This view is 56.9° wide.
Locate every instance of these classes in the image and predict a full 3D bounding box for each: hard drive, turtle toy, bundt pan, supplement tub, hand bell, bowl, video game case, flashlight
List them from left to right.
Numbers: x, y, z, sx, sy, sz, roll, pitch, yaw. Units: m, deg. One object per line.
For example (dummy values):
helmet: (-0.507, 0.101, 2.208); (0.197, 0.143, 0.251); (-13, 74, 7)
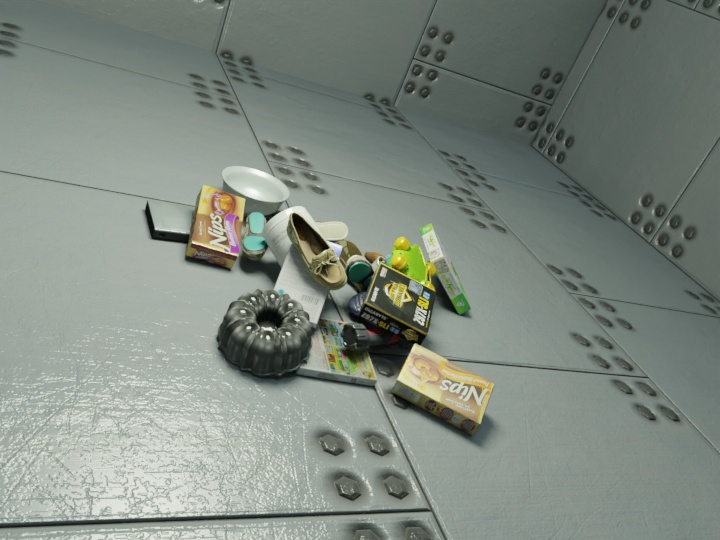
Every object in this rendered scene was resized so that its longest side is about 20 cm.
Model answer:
hard drive: (-0.435, -0.118, 1.689); (0.199, 0.033, 0.140); (7, 31, -31)
bowl: (-0.309, -0.211, 1.895); (0.200, 0.091, 0.201); (18, 27, -10)
bundt pan: (-0.190, 0.115, 1.367); (0.201, 0.076, 0.202); (10, 42, -9)
supplement tub: (-0.138, -0.040, 1.622); (0.132, 0.132, 0.200); (-13, 65, -50)
video game case: (-0.068, 0.172, 1.479); (0.181, 0.023, 0.200); (13, 28, -21)
flashlight: (0.031, 0.142, 1.523); (0.068, 0.068, 0.200); (19, 7, 36)
hand bell: (0.097, -0.012, 1.901); (0.199, 0.105, 0.104); (23, 24, 28)
turtle toy: (0.118, -0.008, 1.741); (0.146, 0.101, 0.200); (43, 33, -23)

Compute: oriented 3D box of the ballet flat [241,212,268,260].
ballet flat: (-0.268, -0.071, 1.695); (0.067, 0.076, 0.200); (5, 33, -10)

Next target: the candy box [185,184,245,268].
candy box: (-0.355, -0.109, 1.643); (0.116, 0.057, 0.201); (18, 45, -21)

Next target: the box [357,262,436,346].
box: (0.090, 0.076, 1.563); (0.159, 0.049, 0.200); (29, 29, -3)

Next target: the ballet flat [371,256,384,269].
ballet flat: (0.100, 0.030, 1.821); (0.069, 0.070, 0.200); (-8, 41, -46)

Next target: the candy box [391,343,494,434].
candy box: (0.181, 0.257, 1.454); (0.199, 0.055, 0.116); (28, 48, 6)

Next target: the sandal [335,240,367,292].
sandal: (-0.021, 0.000, 1.802); (0.080, 0.054, 0.200); (-8, 55, -38)

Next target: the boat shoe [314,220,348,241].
boat shoe: (-0.138, -0.112, 1.889); (0.199, 0.072, 0.060); (2, -9, -15)

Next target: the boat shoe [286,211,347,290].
boat shoe: (-0.102, -0.042, 1.481); (0.073, 0.063, 0.200); (-36, 75, -15)

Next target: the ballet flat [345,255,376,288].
ballet flat: (0.000, 0.000, 1.675); (0.067, 0.068, 0.200); (56, 5, 29)

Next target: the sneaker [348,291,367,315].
sneaker: (0.065, 0.103, 1.660); (0.199, 0.082, 0.074); (5, 53, -15)

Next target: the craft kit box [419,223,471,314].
craft kit box: (0.240, -0.006, 1.895); (0.200, 0.048, 0.198); (58, 14, -30)

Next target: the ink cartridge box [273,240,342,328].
ink cartridge box: (-0.124, 0.020, 1.510); (0.119, 0.042, 0.201); (17, 71, 4)
